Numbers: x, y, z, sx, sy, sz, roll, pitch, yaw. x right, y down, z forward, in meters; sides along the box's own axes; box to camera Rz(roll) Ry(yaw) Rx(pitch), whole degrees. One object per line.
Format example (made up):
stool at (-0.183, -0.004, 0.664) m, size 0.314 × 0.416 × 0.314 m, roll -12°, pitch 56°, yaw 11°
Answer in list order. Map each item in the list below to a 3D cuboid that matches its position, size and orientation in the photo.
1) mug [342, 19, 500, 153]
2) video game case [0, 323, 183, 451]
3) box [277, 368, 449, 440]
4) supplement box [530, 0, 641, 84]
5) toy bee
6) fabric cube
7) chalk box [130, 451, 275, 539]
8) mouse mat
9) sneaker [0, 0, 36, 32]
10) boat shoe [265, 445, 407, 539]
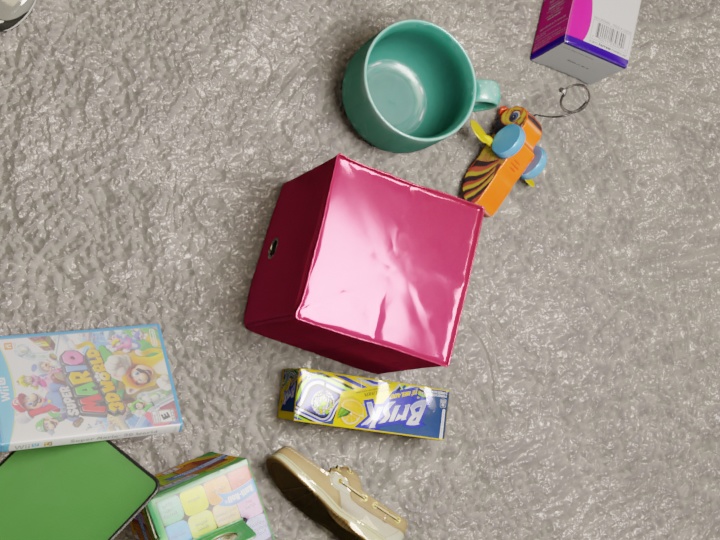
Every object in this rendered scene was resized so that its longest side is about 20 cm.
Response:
mug at (0.066, -0.215, 1.571) m, size 0.184 × 0.114 × 0.153 m, roll 37°, pitch 72°, yaw -14°
video game case at (-0.308, 0.127, 1.392) m, size 0.198 × 0.018 × 0.144 m, roll -4°, pitch 52°, yaw -22°
box at (0.005, 0.163, 1.525) m, size 0.198 × 0.070 × 0.065 m, roll 10°, pitch 82°, yaw -20°
supplement box at (0.315, -0.371, 1.696) m, size 0.100 × 0.103 × 0.202 m, roll 18°, pitch 78°, yaw -18°
toy bee at (0.203, -0.165, 1.640) m, size 0.199 × 0.109 × 0.132 m, roll -32°, pitch 123°, yaw -7°
fabric cube at (0.000, 0.000, 1.474) m, size 0.198 × 0.199 × 0.198 m, roll 19°, pitch 78°, yaw -18°
chalk box at (-0.172, 0.280, 1.370) m, size 0.124 × 0.200 × 0.125 m, roll -19°, pitch 91°, yaw -23°
mouse mat at (-0.323, 0.241, 1.338) m, size 0.161 × 0.199 × 0.008 m, roll -46°, pitch 137°, yaw -19°
sneaker at (-0.381, -0.365, 1.430) m, size 0.074 × 0.079 × 0.201 m, roll 30°, pitch 75°, yaw -18°
boat shoe at (-0.027, 0.272, 1.506) m, size 0.200 × 0.074 × 0.067 m, roll 43°, pitch 58°, yaw -13°
